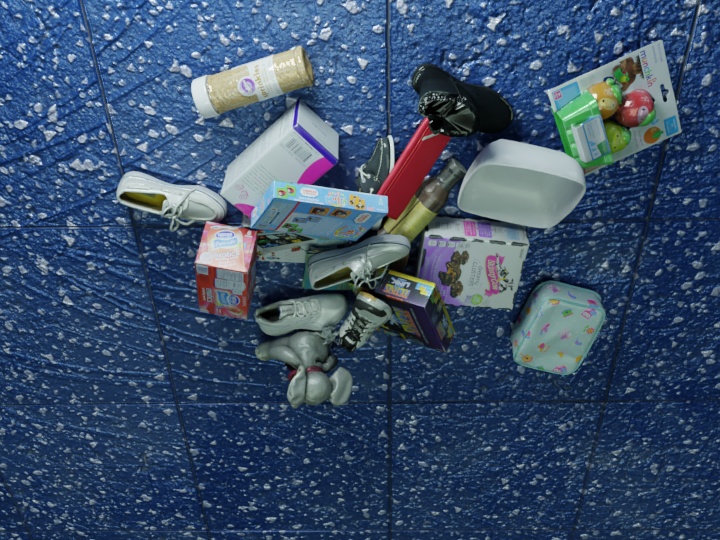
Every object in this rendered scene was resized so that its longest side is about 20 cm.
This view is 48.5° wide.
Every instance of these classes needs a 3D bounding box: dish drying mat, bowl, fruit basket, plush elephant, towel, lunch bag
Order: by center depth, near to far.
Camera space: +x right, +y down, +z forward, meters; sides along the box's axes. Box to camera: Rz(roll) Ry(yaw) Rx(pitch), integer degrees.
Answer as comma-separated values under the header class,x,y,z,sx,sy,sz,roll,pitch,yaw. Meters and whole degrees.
class,x,y,z,sx,sy,sz,roll,pitch,yaw
fruit basket,0.434,-0.263,1.346,0.199,0.094,0.186,-20,125,12
dish drying mat,0.095,-0.183,1.402,0.077,0.018,0.201,23,103,-47
bowl,0.281,-0.158,1.403,0.198,0.075,0.200,11,160,-4
towel,-0.013,-0.002,1.565,0.198,0.022,0.147,1,150,-9
plush elephant,-0.107,0.214,1.640,0.164,0.156,0.200,17,151,-31
lunch bag,0.409,0.122,1.654,0.159,0.077,0.201,11,127,-9

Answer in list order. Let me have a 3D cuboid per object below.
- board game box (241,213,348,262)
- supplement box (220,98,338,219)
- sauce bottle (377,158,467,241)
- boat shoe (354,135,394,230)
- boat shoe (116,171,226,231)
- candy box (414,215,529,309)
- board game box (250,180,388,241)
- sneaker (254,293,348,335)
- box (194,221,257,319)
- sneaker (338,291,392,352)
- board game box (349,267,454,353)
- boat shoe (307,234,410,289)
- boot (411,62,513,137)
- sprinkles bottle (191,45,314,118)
class,x,y,z,sx,sy,sz,roll,pitch,yaw
board game box,-0.121,-0.060,1.523,0.198,0.035,0.127,3,150,-2
supplement box,-0.142,-0.187,1.409,0.200,0.104,0.101,-37,120,25
sauce bottle,0.117,-0.121,1.475,0.065,0.065,0.200,35,115,-23
boat shoe,0.019,-0.155,1.448,0.060,0.076,0.201,4,127,-9
boat shoe,-0.348,-0.119,1.465,0.201,0.086,0.075,18,126,-12
candy box,0.212,-0.014,1.554,0.198,0.072,0.169,4,129,-1
board game box,-0.073,-0.099,1.366,0.199,0.037,0.151,7,161,-21
sneaker,-0.121,0.088,1.621,0.199,0.075,0.087,-15,163,10
box,-0.253,0.004,1.520,0.099,0.096,0.200,11,150,-2
sneaker,0.003,0.107,1.530,0.075,0.088,0.200,31,159,4
board game box,0.084,0.074,1.553,0.164,0.057,0.200,18,157,28
boat shoe,-0.002,-0.002,1.462,0.201,0.087,0.075,-13,146,12
boot,0.174,-0.256,1.305,0.199,0.169,0.077,24,118,-17
sprinkles bottle,-0.180,-0.314,1.333,0.199,0.068,0.069,-15,126,12
